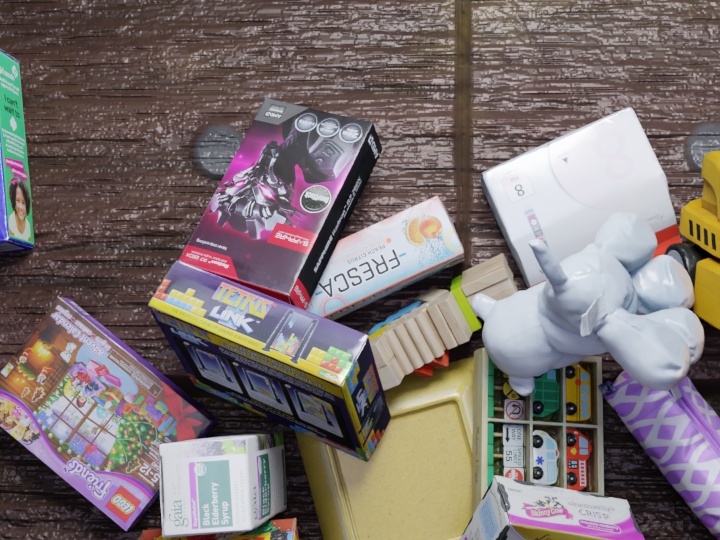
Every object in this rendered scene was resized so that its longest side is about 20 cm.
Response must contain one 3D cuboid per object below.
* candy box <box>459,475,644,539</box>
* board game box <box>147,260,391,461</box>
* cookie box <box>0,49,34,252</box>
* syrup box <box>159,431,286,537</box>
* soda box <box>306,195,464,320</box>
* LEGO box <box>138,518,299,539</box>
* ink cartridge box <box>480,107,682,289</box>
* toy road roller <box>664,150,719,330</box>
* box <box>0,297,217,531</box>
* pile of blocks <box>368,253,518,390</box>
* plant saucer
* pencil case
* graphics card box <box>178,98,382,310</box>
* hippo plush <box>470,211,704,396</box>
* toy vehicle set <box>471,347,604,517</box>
[{"bbox_3d":[0.146,0.283,1.059,0.136,0.061,0.201,12,120,-17],"label":"candy box"},{"bbox_3d":[-0.079,0.084,1.086,0.199,0.166,0.057,21,63,20],"label":"board game box"},{"bbox_3d":[-0.429,-0.114,1.199,0.170,0.075,0.201,-7,84,4],"label":"cookie box"},{"bbox_3d":[-0.121,0.191,1.085,0.081,0.200,0.079,-5,83,4],"label":"syrup box"},{"bbox_3d":[0.000,0.000,1.161,0.199,0.068,0.064,-24,82,2],"label":"soda box"},{"bbox_3d":[-0.121,0.339,1.095,0.148,0.077,0.201,-5,110,3],"label":"LEGO box"},{"bbox_3d":[0.230,-0.035,1.160,0.162,0.057,0.201,-24,79,1],"label":"ink cartridge box"},{"bbox_3d":[0.360,-0.026,1.064,0.122,0.200,0.147,-3,108,-10],"label":"toy road roller"},{"bbox_3d":[-0.261,0.141,1.181,0.200,0.039,0.137,37,89,7],"label":"box"},{"bbox_3d":[0.072,0.059,1.148,0.200,0.082,0.062,-30,100,-11],"label":"pile of blocks"},{"bbox_3d":[0.048,0.204,1.149,0.199,0.048,0.201,-16,84,2],"label":"plant saucer"},{"bbox_3d":[0.316,0.162,1.115,0.084,0.086,0.200,-36,85,-33],"label":"pencil case"},{"bbox_3d":[-0.074,-0.063,1.139,0.125,0.051,0.200,16,66,23],"label":"graphics card box"},{"bbox_3d":[0.193,0.058,1.054,0.161,0.200,0.160,-39,77,41],"label":"hippo plush"},{"bbox_3d":[0.168,0.178,1.125,0.124,0.027,0.201,4,78,-14],"label":"toy vehicle set"}]
